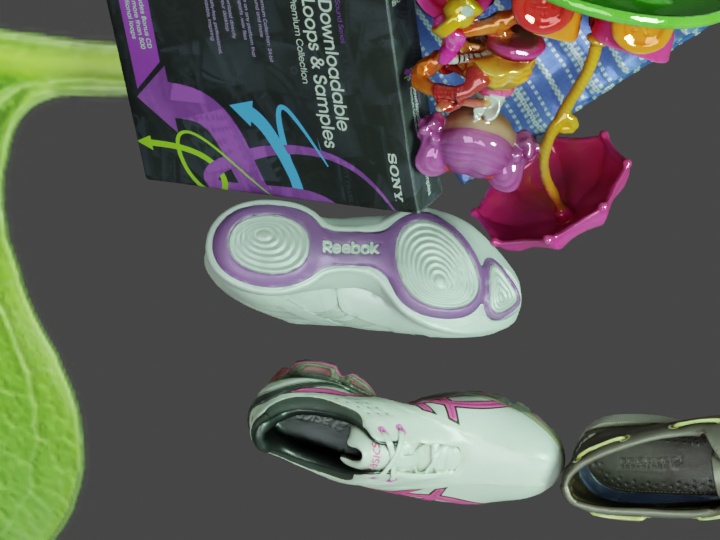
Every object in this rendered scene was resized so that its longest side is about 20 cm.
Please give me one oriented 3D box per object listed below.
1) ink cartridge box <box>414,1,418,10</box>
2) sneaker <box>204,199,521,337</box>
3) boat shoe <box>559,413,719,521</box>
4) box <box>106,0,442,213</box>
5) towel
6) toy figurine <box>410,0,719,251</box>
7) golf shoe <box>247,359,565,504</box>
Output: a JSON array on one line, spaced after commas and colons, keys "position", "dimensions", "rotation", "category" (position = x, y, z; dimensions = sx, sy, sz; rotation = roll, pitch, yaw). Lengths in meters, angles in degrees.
[{"position": [-0.019, -0.250, 1.224], "dimensions": [0.196, 0.043, 0.200], "rotation": [39, 113, 6], "category": "ink cartridge box"}, {"position": [0.000, 0.000, 1.300], "dimensions": [0.200, 0.100, 0.075], "rotation": [12, 75, -8], "category": "sneaker"}, {"position": [0.218, 0.117, 1.264], "dimensions": [0.200, 0.060, 0.072], "rotation": [-5, 107, 26], "category": "boat shoe"}, {"position": [-0.053, -0.112, 1.245], "dimensions": [0.200, 0.036, 0.143], "rotation": [7, 123, 28], "category": "box"}, {"position": [0.099, -0.158, 1.240], "dimensions": [0.200, 0.024, 0.145], "rotation": [-34, 96, 22], "category": "towel"}, {"position": [0.091, -0.098, 1.177], "dimensions": [0.200, 0.150, 0.184], "rotation": [11, 120, -6], "category": "toy figurine"}, {"position": [0.026, 0.114, 1.312], "dimensions": [0.200, 0.092, 0.073], "rotation": [9, 108, 10], "category": "golf shoe"}]
